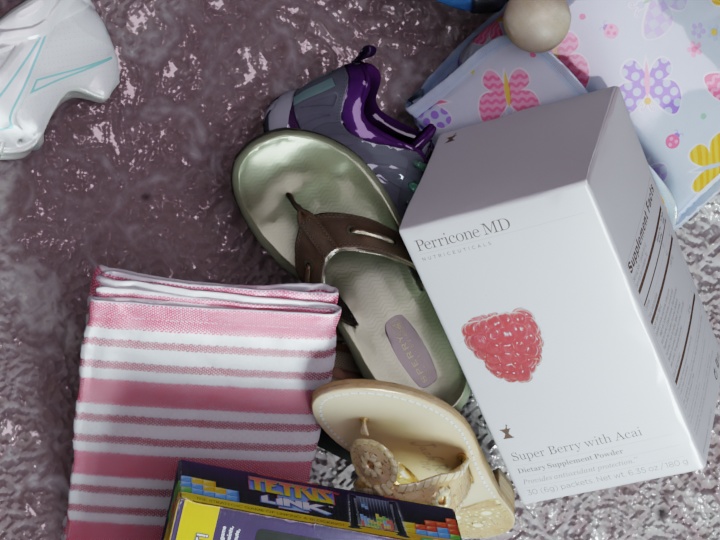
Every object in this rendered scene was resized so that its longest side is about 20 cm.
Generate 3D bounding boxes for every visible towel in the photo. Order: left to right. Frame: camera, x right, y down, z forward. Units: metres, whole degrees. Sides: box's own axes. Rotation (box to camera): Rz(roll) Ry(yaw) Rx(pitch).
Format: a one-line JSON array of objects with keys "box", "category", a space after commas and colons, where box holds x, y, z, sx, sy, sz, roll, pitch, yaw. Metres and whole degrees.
[{"box": [-0.096, 0.088, 1.266, 0.145, 0.030, 0.201, 5, 123, -10], "category": "towel"}]

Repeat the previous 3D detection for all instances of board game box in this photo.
[{"box": [-0.045, 0.221, 1.236, 0.164, 0.057, 0.201, 12, 108, -8], "category": "board game box"}]

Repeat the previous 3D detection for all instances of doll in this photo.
[{"box": [0.081, -0.210, 1.298, 0.136, 0.049, 0.201, -19, 53, 0], "category": "doll"}]

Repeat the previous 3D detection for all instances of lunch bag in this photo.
[{"box": [0.151, -0.103, 1.347, 0.200, 0.127, 0.170, -39, 100, -2], "category": "lunch bag"}]

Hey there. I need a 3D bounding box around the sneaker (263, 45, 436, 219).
[{"box": [0.026, -0.036, 1.317, 0.087, 0.074, 0.201, -31, 100, 21], "category": "sneaker"}]

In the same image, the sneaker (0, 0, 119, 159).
[{"box": [-0.228, -0.093, 1.259, 0.200, 0.070, 0.081, -32, 101, -15], "category": "sneaker"}]

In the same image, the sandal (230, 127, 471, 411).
[{"box": [0.001, 0.000, 1.265, 0.080, 0.057, 0.201, -37, 90, 1], "category": "sandal"}]

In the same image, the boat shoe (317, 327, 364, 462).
[{"box": [-0.040, 0.058, 1.319, 0.199, 0.076, 0.074, 23, 52, -18], "category": "boat shoe"}]

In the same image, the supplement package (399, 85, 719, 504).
[{"box": [0.123, 0.016, 1.277, 0.121, 0.120, 0.201, -14, 116, 24], "category": "supplement package"}]

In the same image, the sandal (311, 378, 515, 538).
[{"box": [0.040, 0.135, 1.278, 0.077, 0.212, 0.070, -14, 59, 23], "category": "sandal"}]
